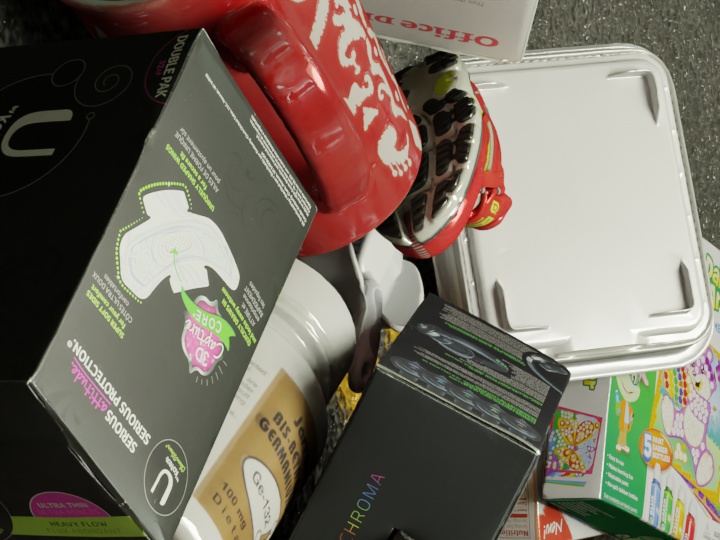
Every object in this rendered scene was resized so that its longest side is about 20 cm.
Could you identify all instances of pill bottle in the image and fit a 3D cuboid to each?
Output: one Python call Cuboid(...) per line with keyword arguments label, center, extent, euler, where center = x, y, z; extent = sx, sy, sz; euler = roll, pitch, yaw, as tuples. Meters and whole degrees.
Cuboid(label="pill bottle", center=(-0.080, 0.081, 1.343), extent=(0.200, 0.114, 0.115), euler=(-55, 132, -47))

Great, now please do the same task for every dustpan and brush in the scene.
Cuboid(label="dustpan and brush", center=(0.000, 0.000, 1.499), extent=(0.140, 0.057, 0.201), euler=(63, 30, -32))

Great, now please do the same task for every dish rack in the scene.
Cuboid(label="dish rack", center=(0.124, -0.038, 1.628), extent=(0.170, 0.044, 0.201), euler=(-6, 79, -17))

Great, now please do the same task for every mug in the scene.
Cuboid(label="mug", center=(-0.056, -0.094, 1.365), extent=(0.200, 0.133, 0.178), euler=(59, 23, -44))

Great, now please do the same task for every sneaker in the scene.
Cuboid(label="sneaker", center=(0.052, -0.053, 1.505), extent=(0.085, 0.077, 0.200), euler=(54, 19, -20))

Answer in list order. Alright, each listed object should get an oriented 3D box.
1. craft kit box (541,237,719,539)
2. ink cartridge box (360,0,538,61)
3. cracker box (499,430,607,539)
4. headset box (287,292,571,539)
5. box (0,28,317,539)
Cuboid(label="craft kit box", center=(0.181, 0.068, 1.728), extent=(0.200, 0.048, 0.199), euler=(29, 60, -56))
Cuboid(label="ink cartridge box", center=(0.032, -0.199, 1.440), extent=(0.200, 0.147, 0.086), euler=(103, -1, -69))
Cuboid(label="cracker box", center=(0.115, 0.065, 1.712), extent=(0.134, 0.057, 0.202), euler=(-2, 90, -58))
Cuboid(label="headset box", center=(0.022, 0.123, 1.397), extent=(0.175, 0.092, 0.200), euler=(-63, 176, 12))
Cuboid(label="box", center=(-0.135, 0.010, 1.229), extent=(0.125, 0.148, 0.201), euler=(57, 43, -39))
